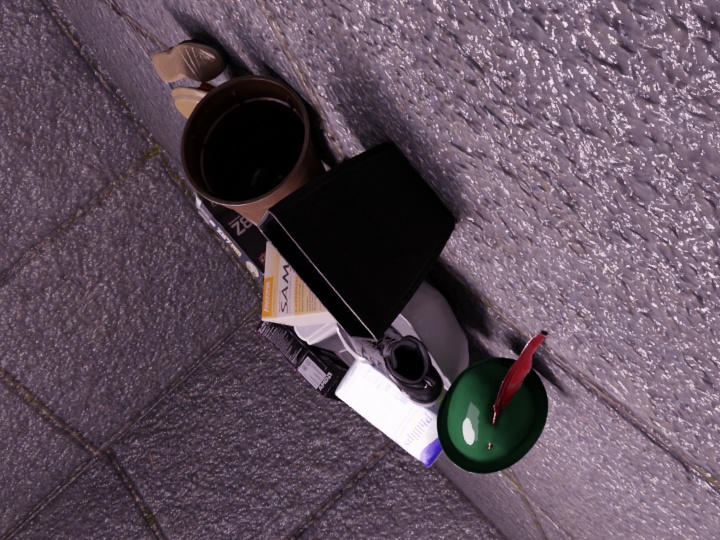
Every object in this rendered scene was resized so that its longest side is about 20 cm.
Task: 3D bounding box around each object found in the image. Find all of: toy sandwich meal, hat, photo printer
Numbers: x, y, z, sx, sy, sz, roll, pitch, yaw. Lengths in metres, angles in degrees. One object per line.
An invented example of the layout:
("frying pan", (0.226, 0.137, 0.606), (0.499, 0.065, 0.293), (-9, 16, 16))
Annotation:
("toy sandwich meal", (-0.221, -0.273, 1.580), (0.202, 0.071, 0.205), (22, 170, 4))
("hat", (0.158, 0.158, 1.284), (0.165, 0.201, 0.176), (38, 176, 39))
("photo printer", (-0.014, 0.077, 1.702), (0.070, 0.165, 0.200), (58, -169, 20))

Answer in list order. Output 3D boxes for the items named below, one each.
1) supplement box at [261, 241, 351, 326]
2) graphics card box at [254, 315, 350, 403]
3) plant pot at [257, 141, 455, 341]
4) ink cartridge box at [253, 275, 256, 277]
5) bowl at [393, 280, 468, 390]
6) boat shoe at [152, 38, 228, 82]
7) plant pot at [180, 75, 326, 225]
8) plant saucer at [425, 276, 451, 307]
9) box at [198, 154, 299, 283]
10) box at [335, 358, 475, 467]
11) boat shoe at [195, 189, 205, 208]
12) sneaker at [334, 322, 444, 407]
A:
("supplement box", (-0.062, 0.010, 1.396), (0.073, 0.128, 0.199), (10, 167, -37))
("graphics card box", (-0.087, 0.155, 1.689), (0.199, 0.051, 0.125), (39, -175, 30))
("plant pot", (0.002, -0.047, 1.198), (0.200, 0.177, 0.200), (49, 171, -5))
("ink cartridge box", (-0.100, 0.007, 1.651), (0.117, 0.043, 0.200), (1, 175, 15))
("bowl", (0.083, 0.070, 1.440), (0.200, 0.074, 0.201), (38, 165, 46))
("boat shoe", (-0.284, -0.364, 1.616), (0.198, 0.065, 0.073), (5, 131, 50))
("plant pot", (-0.144, -0.157, 1.439), (0.200, 0.200, 0.198), (44, 177, 23))
("plant saucer", (0.092, 0.031, 1.547), (0.200, 0.027, 0.200), (47, 170, 11))
("box", (-0.145, -0.103, 1.579), (0.162, 0.199, 0.049), (48, 155, 5))
("box", (0.091, 0.190, 1.579), (0.199, 0.184, 0.106), (37, 125, 7))
("boat shoe", (-0.195, -0.083, 1.621), (0.200, 0.075, 0.065), (30, 154, -1))
("sneaker", (0.040, 0.109, 1.359), (0.199, 0.076, 0.114), (40, 168, 17))
